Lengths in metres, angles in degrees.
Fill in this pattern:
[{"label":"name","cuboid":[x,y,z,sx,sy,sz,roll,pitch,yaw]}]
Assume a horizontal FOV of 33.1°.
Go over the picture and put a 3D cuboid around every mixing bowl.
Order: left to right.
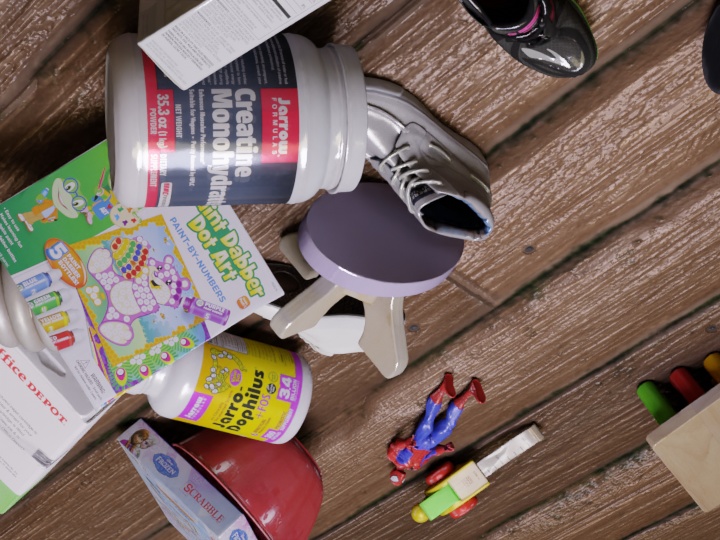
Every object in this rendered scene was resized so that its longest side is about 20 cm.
[{"label":"mixing bowl","cuboid":[-0.115,0.244,1.417,0.108,0.200,0.200,-41,141,-18]}]

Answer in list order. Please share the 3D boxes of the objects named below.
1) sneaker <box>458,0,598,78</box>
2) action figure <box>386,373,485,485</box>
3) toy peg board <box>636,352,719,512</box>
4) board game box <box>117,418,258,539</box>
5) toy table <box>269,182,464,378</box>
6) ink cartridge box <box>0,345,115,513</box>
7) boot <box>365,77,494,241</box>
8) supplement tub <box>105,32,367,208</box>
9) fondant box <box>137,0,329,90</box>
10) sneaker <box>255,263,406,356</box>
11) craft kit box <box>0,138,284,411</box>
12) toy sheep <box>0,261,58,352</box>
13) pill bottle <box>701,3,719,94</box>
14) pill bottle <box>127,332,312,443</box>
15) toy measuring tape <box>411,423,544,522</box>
[{"label":"sneaker","cuboid":[0.128,-0.213,1.005,0.077,0.084,0.200,-35,132,28]},{"label":"action figure","cuboid":[0.083,0.205,1.493,0.065,0.052,0.200,9,138,-24]},{"label":"toy peg board","cuboid":[0.452,0.170,1.499,0.199,0.098,0.200,-38,134,7]},{"label":"board game box","cuboid":[-0.187,0.294,1.442,0.041,0.200,0.200,-40,143,-20]},{"label":"toy table","cuboid":[0.000,0.000,1.164,0.199,0.184,0.117,-4,140,-41]},{"label":"ink cartridge box","cuboid":[-0.355,0.136,1.257,0.146,0.084,0.200,47,124,-1]},{"label":"boot","cuboid":[0.050,-0.098,1.110,0.200,0.096,0.074,24,129,-32]},{"label":"supplement tub","cuboid":[-0.105,-0.124,0.994,0.199,0.141,0.141,-3,138,-15]},{"label":"fondant box","cuboid":[-0.070,-0.241,0.895,0.199,0.145,0.058,-27,133,19]},{"label":"sneaker","cuboid":[-0.054,0.054,1.278,0.199,0.073,0.085,16,130,-27]},{"label":"craft kit box","cuboid":[-0.201,-0.012,1.071,0.197,0.049,0.200,-33,94,-7]},{"label":"toy sheep","cuboid":[-0.286,0.012,1.147,0.199,0.138,0.138,-10,138,2]},{"label":"pill bottle","cuboid":[0.409,-0.188,1.061,0.199,0.112,0.112,3,137,-13]},{"label":"pill bottle","cuboid":[-0.159,0.117,1.307,0.199,0.105,0.104,18,132,-27]},{"label":"toy measuring tape","cuboid":[0.148,0.260,1.563,0.200,0.074,0.074,-37,134,4]}]
